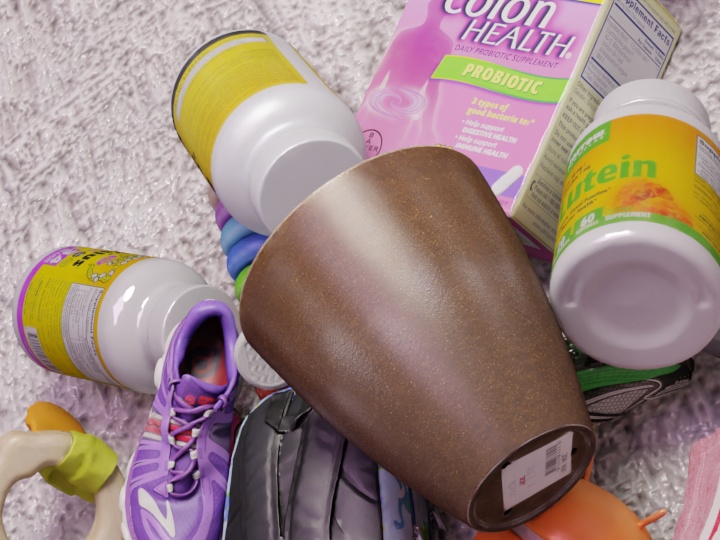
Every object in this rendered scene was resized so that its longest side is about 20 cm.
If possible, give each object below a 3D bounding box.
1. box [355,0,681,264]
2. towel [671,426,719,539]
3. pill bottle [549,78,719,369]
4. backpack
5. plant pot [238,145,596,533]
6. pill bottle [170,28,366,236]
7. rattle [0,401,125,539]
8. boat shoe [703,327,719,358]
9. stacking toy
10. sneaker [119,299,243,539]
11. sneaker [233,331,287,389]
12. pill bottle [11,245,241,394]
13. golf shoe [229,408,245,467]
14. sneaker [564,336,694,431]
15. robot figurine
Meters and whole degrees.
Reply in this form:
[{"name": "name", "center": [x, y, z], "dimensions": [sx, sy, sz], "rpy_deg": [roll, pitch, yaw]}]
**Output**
[{"name": "box", "center": [0.104, -0.123, 1.557], "dimensions": [0.175, 0.097, 0.201], "rpy_deg": [16, 77, 41]}, {"name": "towel", "center": [0.237, 0.106, 1.272], "dimensions": [0.200, 0.023, 0.144], "rpy_deg": [-58, 6, 44]}, {"name": "pill bottle", "center": [0.186, -0.038, 1.408], "dimensions": [0.111, 0.111, 0.200], "rpy_deg": [-23, 30, 26]}, {"name": "backpack", "center": [-0.021, 0.173, 1.476], "dimensions": [0.163, 0.153, 0.201], "rpy_deg": [-18, 76, 32]}, {"name": "plant pot", "center": [0.053, 0.057, 1.332], "dimensions": [0.187, 0.187, 0.200], "rpy_deg": [-44, 56, 9]}, {"name": "pill bottle", "center": [-0.061, -0.091, 1.523], "dimensions": [0.112, 0.112, 0.200], "rpy_deg": [-48, 30, 6]}, {"name": "rattle", "center": [-0.259, 0.215, 1.671], "dimensions": [0.143, 0.130, 0.201], "rpy_deg": [16, 103, 52]}, {"name": "boat shoe", "center": [0.291, 0.039, 1.350], "dimensions": [0.199, 0.069, 0.057], "rpy_deg": [15, 76, 43]}, {"name": "stacking toy", "center": [-0.064, 0.014, 1.625], "dimensions": [0.085, 0.085, 0.201], "rpy_deg": [-24, 58, 25]}, {"name": "sneaker", "center": [-0.123, 0.113, 1.497], "dimensions": [0.080, 0.083, 0.201], "rpy_deg": [6, 68, -4]}, {"name": "sneaker", "center": [-0.001, 0.000, 1.518], "dimensions": [0.200, 0.074, 0.118], "rpy_deg": [-32, 13, 11]}, {"name": "pill bottle", "center": [-0.178, 0.039, 1.656], "dimensions": [0.200, 0.104, 0.105], "rpy_deg": [8, 71, 50]}, {"name": "golf shoe", "center": [-0.113, 0.159, 1.573], "dimensions": [0.073, 0.092, 0.200], "rpy_deg": [-38, 48, 18]}, {"name": "sneaker", "center": [0.131, 0.098, 1.444], "dimensions": [0.199, 0.085, 0.078], "rpy_deg": [-22, 13, 13]}, {"name": "robot figurine", "center": [0.112, 0.215, 1.357], "dimensions": [0.116, 0.144, 0.200], "rpy_deg": [36, 90, 4]}]
